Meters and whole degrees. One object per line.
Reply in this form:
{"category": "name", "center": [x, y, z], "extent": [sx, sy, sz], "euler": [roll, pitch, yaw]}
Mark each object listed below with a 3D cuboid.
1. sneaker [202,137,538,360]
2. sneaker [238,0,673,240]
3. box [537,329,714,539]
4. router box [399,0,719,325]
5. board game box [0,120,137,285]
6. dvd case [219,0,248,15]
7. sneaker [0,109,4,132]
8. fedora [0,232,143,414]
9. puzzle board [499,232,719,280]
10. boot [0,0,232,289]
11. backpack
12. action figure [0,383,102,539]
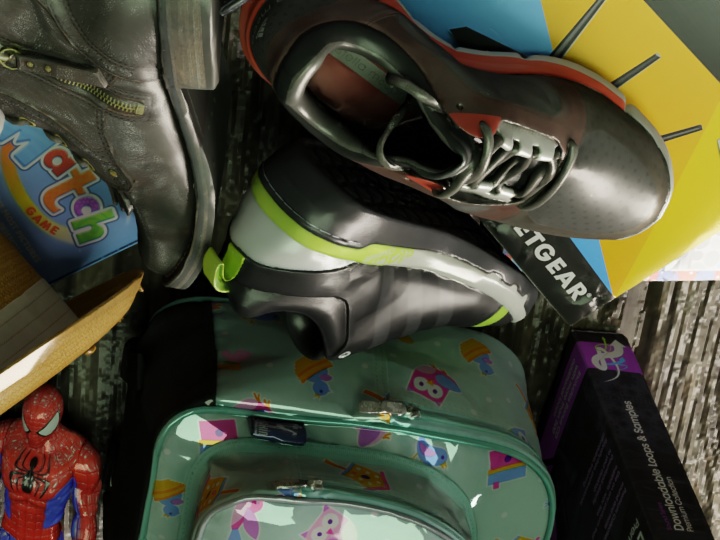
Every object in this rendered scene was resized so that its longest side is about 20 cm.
{"category": "sneaker", "center": [0.000, 0.000, 0.862], "extent": [0.083, 0.072, 0.199], "euler": [-50, 145, 14]}
{"category": "sneaker", "center": [0.041, -0.048, 0.783], "extent": [0.199, 0.082, 0.077], "euler": [21, 119, -21]}
{"category": "box", "center": [0.117, 0.144, 0.935], "extent": [0.036, 0.201, 0.144], "euler": [5, 122, -15]}
{"category": "router box", "center": [0.091, -0.092, 0.841], "extent": [0.149, 0.051, 0.200], "euler": [-34, 116, 18]}
{"category": "board game box", "center": [-0.199, -0.040, 0.843], "extent": [0.199, 0.037, 0.152], "euler": [-25, 125, 6]}
{"category": "dvd case", "center": [0.017, -0.151, 0.722], "extent": [0.148, 0.200, 0.016], "euler": [-32, 102, 10]}
{"category": "sneaker", "center": [-0.225, -0.037, 0.739], "extent": [0.199, 0.079, 0.079], "euler": [-19, 128, 32]}
{"category": "fedora", "center": [-0.179, 0.027, 0.784], "extent": [0.200, 0.201, 0.082], "euler": [-32, 97, 10]}
{"category": "puzzle board", "center": [0.149, -0.079, 0.905], "extent": [0.149, 0.017, 0.201], "euler": [0, 124, -12]}
{"category": "boot", "center": [-0.139, -0.076, 0.776], "extent": [0.172, 0.070, 0.201], "euler": [4, 137, 0]}
{"category": "backpack", "center": [-0.009, 0.111, 0.915], "extent": [0.198, 0.154, 0.177], "euler": [0, 128, -18]}
{"category": "action figure", "center": [-0.160, 0.139, 0.961], "extent": [0.065, 0.052, 0.201], "euler": [16, 120, 9]}
